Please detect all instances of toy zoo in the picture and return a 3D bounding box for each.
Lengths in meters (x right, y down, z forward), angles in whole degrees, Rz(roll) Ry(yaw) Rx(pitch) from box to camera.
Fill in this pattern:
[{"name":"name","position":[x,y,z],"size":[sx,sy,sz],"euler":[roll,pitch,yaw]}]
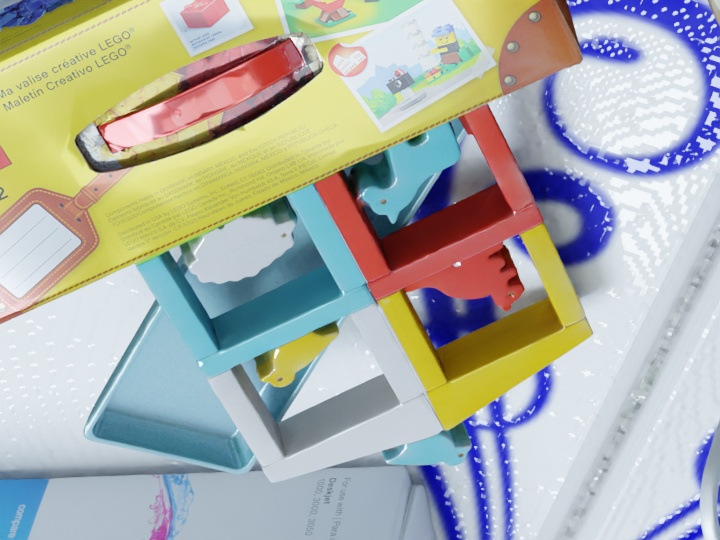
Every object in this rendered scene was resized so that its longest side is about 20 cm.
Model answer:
[{"name":"toy zoo","position":[0.000,0.000,0.864],"size":[0.131,0.021,0.200],"euler":[-25,133,4]}]

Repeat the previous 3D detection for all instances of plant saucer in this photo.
[{"name":"plant saucer","position":[-0.026,-0.010,0.872],"size":[0.070,0.019,0.200],"euler":[15,124,-28]}]

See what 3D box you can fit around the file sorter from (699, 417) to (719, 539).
[{"name":"file sorter","position":[0.228,0.065,0.795],"size":[0.199,0.125,0.139],"euler":[1,145,32]}]

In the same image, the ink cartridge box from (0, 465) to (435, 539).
[{"name":"ink cartridge box","position":[-0.066,0.160,1.008],"size":[0.199,0.085,0.145],"euler":[-4,128,13]}]

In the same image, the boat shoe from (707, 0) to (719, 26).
[{"name":"boat shoe","position":[0.109,-0.155,0.723],"size":[0.065,0.072,0.200],"euler":[-12,132,18]}]

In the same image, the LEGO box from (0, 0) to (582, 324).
[{"name":"LEGO box","position":[-0.045,-0.083,0.735],"size":[0.199,0.149,0.077],"euler":[-24,119,13]}]
